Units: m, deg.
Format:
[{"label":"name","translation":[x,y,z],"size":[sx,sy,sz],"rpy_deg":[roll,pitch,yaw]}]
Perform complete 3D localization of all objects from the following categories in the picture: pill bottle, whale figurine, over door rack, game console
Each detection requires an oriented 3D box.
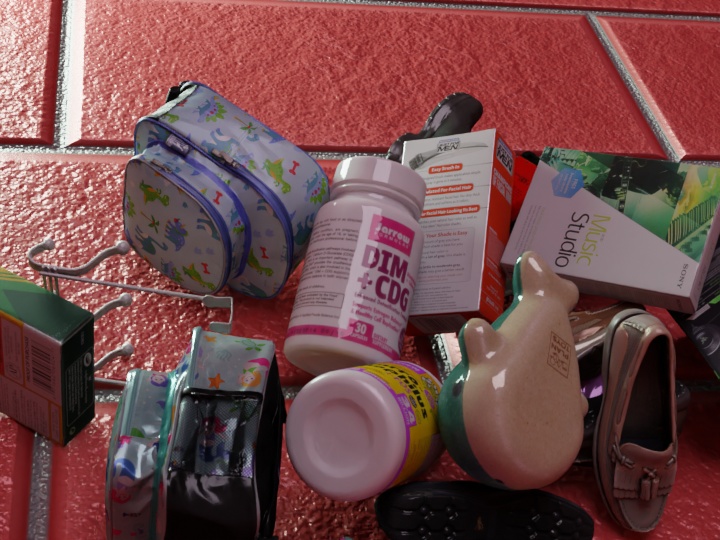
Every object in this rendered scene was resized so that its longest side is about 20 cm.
[{"label":"pill bottle","translation":[0.000,0.000,1.190],"size":[0.112,0.114,0.203],"rpy_deg":[12,71,3]},{"label":"whale figurine","translation":[0.129,0.088,1.047],"size":[0.158,0.103,0.202],"rpy_deg":[33,59,-32]},{"label":"pill bottle","translation":[0.018,0.132,1.056],"size":[0.103,0.106,0.200],"rpy_deg":[26,8,19]},{"label":"over door rack","translation":[-0.203,0.053,1.124],"size":[0.197,0.149,0.067],"rpy_deg":[17,45,9]},{"label":"game console","translation":[0.212,-0.056,1.385],"size":[0.171,0.120,0.200],"rpy_deg":[-28,16,-1]}]

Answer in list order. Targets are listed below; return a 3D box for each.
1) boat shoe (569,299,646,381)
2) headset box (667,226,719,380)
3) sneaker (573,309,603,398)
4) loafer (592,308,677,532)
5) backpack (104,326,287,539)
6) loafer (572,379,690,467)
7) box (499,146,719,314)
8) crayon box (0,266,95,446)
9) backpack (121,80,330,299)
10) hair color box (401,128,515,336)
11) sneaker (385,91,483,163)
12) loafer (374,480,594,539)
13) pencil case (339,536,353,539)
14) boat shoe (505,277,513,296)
[{"label":"boat shoe","translation":[0.193,0.067,1.159],"size":[0.198,0.076,0.072],"rpy_deg":[-25,58,-34]},{"label":"headset box","translation":[0.378,0.065,1.203],"size":[0.092,0.174,0.201],"rpy_deg":[-37,45,10]},{"label":"sneaker","translation":[0.217,0.076,1.249],"size":[0.112,0.073,0.203],"rpy_deg":[11,52,-3]},{"label":"loafer","translation":[0.246,0.138,1.075],"size":[0.071,0.203,0.063],"rpy_deg":[-5,9,-13]},{"label":"backpack","translation":[-0.129,0.151,0.995],"size":[0.148,0.179,0.202],"rpy_deg":[12,45,-1]},{"label":"loafer","translation":[0.217,0.161,1.142],"size":[0.197,0.072,0.073],"rpy_deg":[-14,20,-1]},{"label":"box","translation":[0.252,-0.044,1.205],"size":[0.198,0.036,0.146],"rpy_deg":[11,66,30]},{"label":"crayon box","translation":[-0.332,0.059,1.103],"size":[0.198,0.127,0.052],"rpy_deg":[24,40,17]},{"label":"backpack","translation":[-0.143,-0.064,1.253],"size":[0.198,0.184,0.147],"rpy_deg":[29,51,11]},{"label":"hair color box","translation":[0.094,-0.038,1.262],"size":[0.109,0.064,0.203],"rpy_deg":[-5,66,30]},{"label":"sneaker","translation":[0.103,-0.144,1.496],"size":[0.090,0.076,0.200],"rpy_deg":[34,51,13]},{"label":"loafer","translation":[0.108,0.213,1.058],"size":[0.198,0.069,0.070],"rpy_deg":[9,2,-18]},{"label":"pencil case","translation":[0.072,0.262,0.978],"size":[0.197,0.089,0.089],"rpy_deg":[4,39,-4]},{"label":"boat shoe","translation":[0.134,0.000,1.345],"size":[0.197,0.074,0.063],"rpy_deg":[-2,-3,-6]}]
